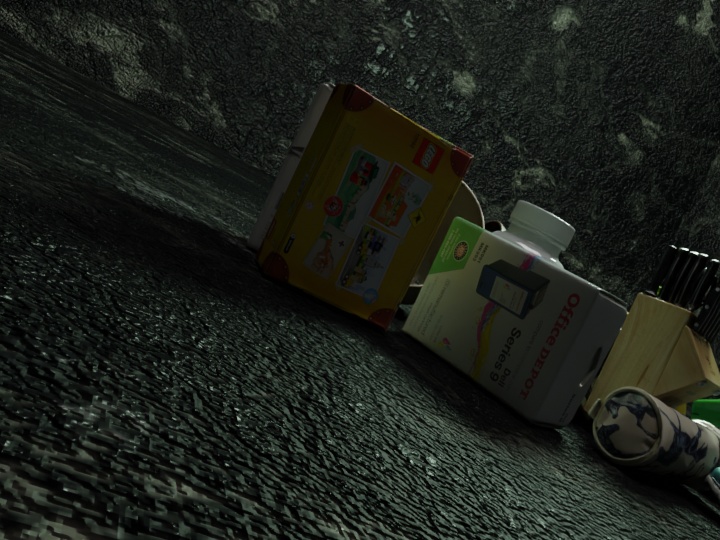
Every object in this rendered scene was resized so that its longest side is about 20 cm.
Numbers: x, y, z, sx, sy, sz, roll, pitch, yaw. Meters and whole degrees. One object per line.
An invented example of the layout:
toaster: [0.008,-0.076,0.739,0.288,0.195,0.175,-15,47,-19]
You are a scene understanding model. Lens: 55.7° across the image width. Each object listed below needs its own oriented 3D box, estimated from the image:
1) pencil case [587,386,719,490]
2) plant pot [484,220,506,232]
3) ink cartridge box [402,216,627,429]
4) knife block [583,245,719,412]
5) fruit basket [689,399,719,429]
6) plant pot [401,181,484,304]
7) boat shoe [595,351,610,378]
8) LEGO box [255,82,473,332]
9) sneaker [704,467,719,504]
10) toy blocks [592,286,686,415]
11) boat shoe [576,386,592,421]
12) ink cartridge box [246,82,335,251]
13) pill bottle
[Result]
pencil case: [0.331,0.185,0.744,0.197,0.080,0.089,25,-6,-37]
plant pot: [0.269,0.044,1.301,0.199,0.188,0.187,41,3,-13]
ink cartridge box: [0.160,0.052,0.734,0.086,0.148,0.199,18,12,-47]
knife block: [0.349,0.070,0.813,0.063,0.198,0.180,24,47,-39]
fruit basket: [0.582,0.272,0.960,0.210,0.160,0.216,15,-7,2]
plant pot: [0.064,-0.032,0.957,0.197,0.202,0.136,29,-29,13]
boat shoe: [0.263,0.100,0.899,0.196,0.076,0.060,-1,-11,35]
LEGO box: [0.001,-0.064,0.701,0.146,0.204,0.077,25,6,-21]
sneaker: [0.441,0.254,0.667,0.198,0.081,0.077,32,8,40]
toy blocks: [0.371,0.142,0.883,0.098,0.202,0.138,22,22,-26]
boat shoe: [0.255,0.102,0.823,0.202,0.064,0.073,58,-8,-34]
ink cartridge box: [-0.025,-0.090,0.800,0.144,0.204,0.083,27,5,-4]
pill bottle: [0.189,0.021,0.863,0.109,0.204,0.111,26,5,-3]
